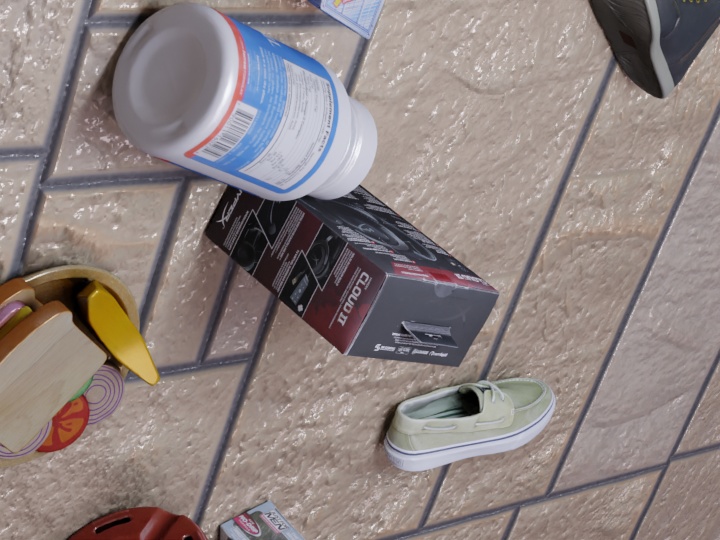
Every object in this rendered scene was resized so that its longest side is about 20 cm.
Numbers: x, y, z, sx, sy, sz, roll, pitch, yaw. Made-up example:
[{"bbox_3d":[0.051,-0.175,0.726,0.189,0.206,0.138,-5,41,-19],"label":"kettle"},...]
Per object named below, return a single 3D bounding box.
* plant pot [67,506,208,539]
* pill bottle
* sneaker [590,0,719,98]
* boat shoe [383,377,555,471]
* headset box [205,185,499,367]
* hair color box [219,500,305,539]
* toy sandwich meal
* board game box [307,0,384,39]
[{"bbox_3d":[-0.172,0.319,1.653,0.200,0.201,0.196,-35,135,-20],"label":"plant pot"},{"bbox_3d":[-0.077,-0.114,1.412,0.200,0.112,0.112,20,107,-54],"label":"pill bottle"},{"bbox_3d":[0.267,-0.244,1.707,0.106,0.075,0.200,-49,154,-8],"label":"sneaker"},{"bbox_3d":[0.113,0.140,1.886,0.199,0.072,0.062,-18,137,-33],"label":"boat shoe"},{"bbox_3d":[0.000,0.000,1.523,0.149,0.200,0.077,8,116,-51],"label":"headset box"},{"bbox_3d":[-0.084,0.325,1.818,0.060,0.099,0.201,-23,137,-31],"label":"hair color box"},{"bbox_3d":[-0.236,0.081,1.453,0.205,0.070,0.206,-28,140,-27],"label":"toy sandwich meal"},{"bbox_3d":[-0.032,-0.255,1.373,0.199,0.062,0.201,-18,133,-37],"label":"board game box"}]
